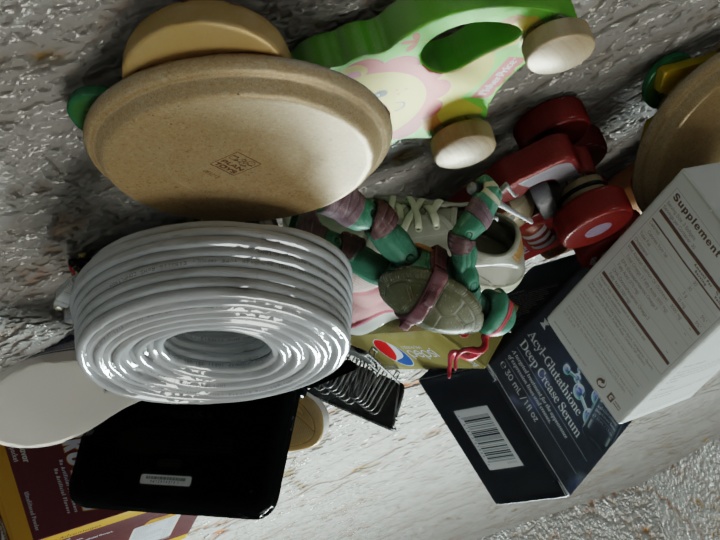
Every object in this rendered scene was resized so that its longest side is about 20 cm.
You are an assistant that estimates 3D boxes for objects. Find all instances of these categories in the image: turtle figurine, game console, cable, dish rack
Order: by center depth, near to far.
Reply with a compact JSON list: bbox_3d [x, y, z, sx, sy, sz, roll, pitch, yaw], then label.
[{"bbox_3d":[-0.101,0.032,1.028,0.197,0.070,0.200,9,153,-24],"label":"cable"},{"bbox_3d":[0.050,-0.006,1.074,0.198,0.101,0.150,27,131,-16],"label":"turtle figurine"},{"bbox_3d":[-0.123,0.136,1.269,0.197,0.178,0.116,-2,153,26],"label":"game console"},{"bbox_3d":[-0.039,0.087,1.408,0.200,0.152,0.055,53,58,-71],"label":"dish rack"}]

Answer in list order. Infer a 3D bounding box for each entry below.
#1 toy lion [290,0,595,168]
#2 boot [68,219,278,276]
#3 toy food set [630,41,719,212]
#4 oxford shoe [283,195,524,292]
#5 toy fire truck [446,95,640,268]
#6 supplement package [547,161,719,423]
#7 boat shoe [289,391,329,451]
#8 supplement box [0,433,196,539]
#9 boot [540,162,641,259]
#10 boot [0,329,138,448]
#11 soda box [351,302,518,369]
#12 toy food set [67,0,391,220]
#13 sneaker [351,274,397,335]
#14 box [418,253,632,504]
[{"bbox_3d":[0.030,-0.133,1.005,0.190,0.069,0.200,-1,154,-32],"label":"toy lion"},{"bbox_3d":[-0.141,-0.008,1.123,0.149,0.074,0.200,-18,167,-15],"label":"boot"},{"bbox_3d":[0.316,-0.122,1.293,0.198,0.049,0.200,-14,134,-24],"label":"toy food set"},{"bbox_3d":[0.038,-0.033,1.171,0.197,0.076,0.058,12,137,-5],"label":"oxford shoe"},{"bbox_3d":[0.143,-0.051,1.276,0.166,0.113,0.200,-28,160,13],"label":"toy fire truck"},{"bbox_3d":[0.275,0.016,1.257,0.116,0.118,0.200,-11,149,-44],"label":"supplement package"},{"bbox_3d":[-0.101,0.133,1.476,0.198,0.072,0.069,7,-174,37],"label":"boat shoe"},{"bbox_3d":[-0.267,0.205,1.458,0.195,0.134,0.200,-15,160,-22],"label":"supplement box"},{"bbox_3d":[0.246,-0.066,1.432,0.153,0.075,0.200,-17,159,-4],"label":"boot"},{"bbox_3d":[-0.229,0.083,1.213,0.198,0.074,0.090,-16,-160,-28],"label":"boot"},{"bbox_3d":[0.060,0.048,1.380,0.068,0.064,0.199,-59,-161,-17],"label":"soda box"},{"bbox_3d":[-0.080,-0.087,0.927,0.198,0.049,0.197,13,152,-34],"label":"toy food set"},{"bbox_3d":[0.000,0.000,1.331,0.104,0.076,0.199,34,160,-23],"label":"sneaker"},{"bbox_3d":[0.179,0.100,1.416,0.200,0.149,0.107,-42,-166,-36],"label":"box"}]
